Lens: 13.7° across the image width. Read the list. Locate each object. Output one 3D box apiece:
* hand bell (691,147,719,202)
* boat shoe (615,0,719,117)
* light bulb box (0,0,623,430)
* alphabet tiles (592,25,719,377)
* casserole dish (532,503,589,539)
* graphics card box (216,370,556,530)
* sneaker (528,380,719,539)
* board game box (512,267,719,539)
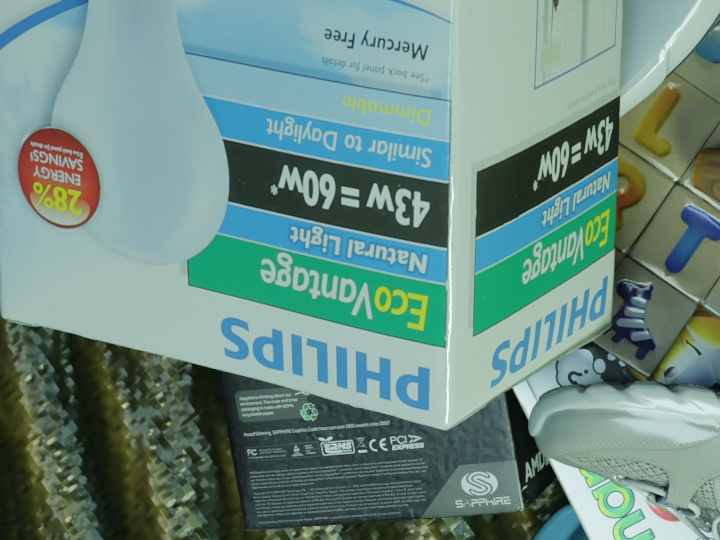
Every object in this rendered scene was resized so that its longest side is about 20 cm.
[{"bbox_3d":[0.210,-0.011,1.064,0.199,0.104,0.105,19,110,28],"label":"hand bell"},{"bbox_3d":[0.125,-0.120,1.094,0.072,0.068,0.200,44,102,32],"label":"boat shoe"},{"bbox_3d":[-0.019,-0.072,1.052,0.198,0.125,0.201,12,113,31],"label":"light bulb box"},{"bbox_3d":[0.127,-0.046,1.121,0.200,0.008,0.167,35,87,10],"label":"alphabet tiles"},{"bbox_3d":[0.144,0.171,1.190,0.200,0.039,0.121,39,113,8],"label":"casserole dish"},{"bbox_3d":[0.000,0.000,1.196,0.125,0.051,0.201,-7,99,21],"label":"graphics card box"},{"bbox_3d":[0.153,0.093,1.082,0.199,0.075,0.082,18,88,4],"label":"sneaker"},{"bbox_3d":[0.155,0.098,1.138,0.126,0.035,0.201,-28,86,5],"label":"board game box"}]
